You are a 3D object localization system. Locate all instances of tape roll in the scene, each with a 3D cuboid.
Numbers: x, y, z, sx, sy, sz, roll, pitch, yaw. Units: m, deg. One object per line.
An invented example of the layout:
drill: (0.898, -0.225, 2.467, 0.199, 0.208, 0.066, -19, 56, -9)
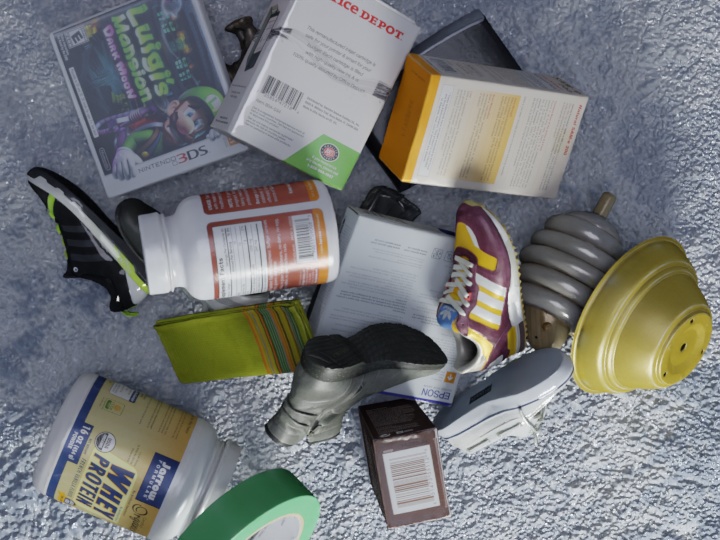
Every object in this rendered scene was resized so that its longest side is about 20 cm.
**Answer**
tape roll: (-0.134, 0.309, 1.426, 0.048, 0.200, 0.200, 41, 91, 24)

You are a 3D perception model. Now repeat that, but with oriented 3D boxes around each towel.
towel: (-0.138, 0.083, 1.437, 0.200, 0.018, 0.086, -9, 110, 31)

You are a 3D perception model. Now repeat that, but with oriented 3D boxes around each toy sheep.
toy sheep: (0.243, 0.002, 1.465, 0.138, 0.138, 0.200, 26, 79, -5)

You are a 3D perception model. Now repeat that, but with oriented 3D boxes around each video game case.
video game case: (-0.235, -0.202, 1.444, 0.182, 0.023, 0.200, -18, 95, 14)

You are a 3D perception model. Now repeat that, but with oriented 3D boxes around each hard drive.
hard drive: (0.092, -0.196, 1.480, 0.200, 0.042, 0.135, -36, 95, -1)

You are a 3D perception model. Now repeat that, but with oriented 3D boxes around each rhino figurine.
rhino figurine: (-0.113, -0.247, 1.454, 0.200, 0.060, 0.087, -37, 105, 3)

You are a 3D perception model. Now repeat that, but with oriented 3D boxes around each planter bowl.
planter bowl: (0.332, 0.069, 1.436, 0.200, 0.083, 0.201, -25, 131, -33)

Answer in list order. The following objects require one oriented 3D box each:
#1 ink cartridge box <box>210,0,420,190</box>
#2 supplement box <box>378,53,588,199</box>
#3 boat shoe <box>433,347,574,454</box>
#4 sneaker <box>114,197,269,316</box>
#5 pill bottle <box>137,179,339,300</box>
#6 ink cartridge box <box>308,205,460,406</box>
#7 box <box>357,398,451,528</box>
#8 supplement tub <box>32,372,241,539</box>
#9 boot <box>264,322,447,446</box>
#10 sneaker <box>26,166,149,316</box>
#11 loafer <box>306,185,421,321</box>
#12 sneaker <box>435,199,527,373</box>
ink cartridge box: (-0.049, -0.209, 1.394, 0.145, 0.084, 0.200, 26, 90, -23)
supplement box: (0.135, -0.157, 1.418, 0.200, 0.074, 0.126, 5, 115, -25)
boat shoe: (0.179, 0.161, 1.463, 0.086, 0.075, 0.202, 42, 127, -17)
sneaker: (-0.182, -0.023, 1.446, 0.200, 0.074, 0.089, 42, 127, -12)
pill bottle: (-0.129, -0.030, 1.359, 0.200, 0.112, 0.112, -8, 95, -10)
ink cartridge box: (0.046, 0.043, 1.456, 0.199, 0.041, 0.200, 13, 103, -26)
box: (0.046, 0.209, 1.427, 0.075, 0.200, 0.100, -10, 95, -6)
supplement tub: (-0.247, 0.214, 1.437, 0.200, 0.144, 0.144, 23, 92, -5)
boot: (-0.008, 0.128, 1.412, 0.200, 0.068, 0.131, -2, 132, -38)
sneaker: (-0.315, -0.028, 1.451, 0.083, 0.072, 0.200, -44, 95, 2)
loafer: (0.000, 0.000, 1.474, 0.070, 0.068, 0.201, 29, 88, 5)
sneaker: (0.124, 0.023, 1.415, 0.090, 0.075, 0.200, -25, 116, -19)
